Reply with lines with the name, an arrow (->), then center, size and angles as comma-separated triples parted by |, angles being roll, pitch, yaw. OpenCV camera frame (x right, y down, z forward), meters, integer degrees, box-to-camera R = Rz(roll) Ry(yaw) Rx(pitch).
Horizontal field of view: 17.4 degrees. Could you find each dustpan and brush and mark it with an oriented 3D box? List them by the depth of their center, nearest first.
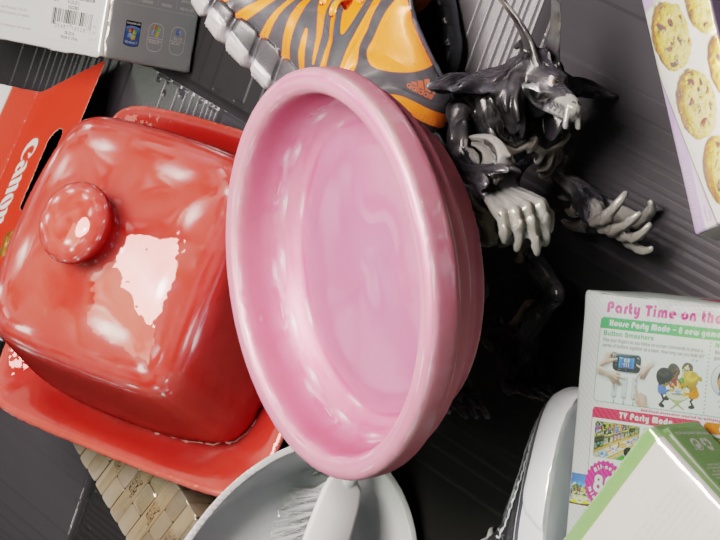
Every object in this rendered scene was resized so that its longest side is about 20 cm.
dustpan and brush -> -0.013, 0.121, 1.248 | 0.057, 0.139, 0.201 | -26, 39, 59

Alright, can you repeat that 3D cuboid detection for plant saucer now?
plant saucer -> 0.000, 0.000, 1.154 | 0.200, 0.050, 0.202 | 19, 113, 57

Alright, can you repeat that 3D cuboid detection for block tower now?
block tower -> -0.113, 0.121, 1.357 | 0.058, 0.054, 0.200 | -52, 56, 26

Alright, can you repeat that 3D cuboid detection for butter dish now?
butter dish -> -0.122, -0.004, 1.280 | 0.199, 0.148, 0.201 | 18, 79, 30

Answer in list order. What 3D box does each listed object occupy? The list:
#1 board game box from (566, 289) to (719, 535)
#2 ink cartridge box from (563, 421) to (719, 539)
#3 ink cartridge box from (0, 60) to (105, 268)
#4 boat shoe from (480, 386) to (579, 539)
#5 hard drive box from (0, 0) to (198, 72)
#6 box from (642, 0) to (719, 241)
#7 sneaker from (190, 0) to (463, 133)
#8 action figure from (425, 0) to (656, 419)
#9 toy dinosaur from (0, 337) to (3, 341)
board game box -> 0.171, 0.115, 1.102 | 0.147, 0.064, 0.202 | 7, 92, 40
ink cartridge box -> 0.159, 0.187, 1.036 | 0.200, 0.048, 0.146 | 49, 118, 30
ink cartridge box -> -0.256, -0.052, 1.445 | 0.199, 0.057, 0.163 | -26, 38, 45
boat shoe -> 0.083, 0.154, 1.175 | 0.067, 0.071, 0.202 | 12, 101, 40
hard drive box -> -0.163, -0.230, 1.414 | 0.155, 0.077, 0.202 | 15, 97, 41
box -> 0.166, -0.115, 1.140 | 0.041, 0.039, 0.202 | -21, 73, 37
sneaker -> -0.012, -0.144, 1.285 | 0.112, 0.077, 0.200 | -48, 69, 23
action figure -> 0.086, -0.030, 1.159 | 0.102, 0.118, 0.202 | 27, 113, 49
toy dinosaur -> -0.225, 0.036, 1.458 | 0.200, 0.047, 0.089 | 0, 111, 65
